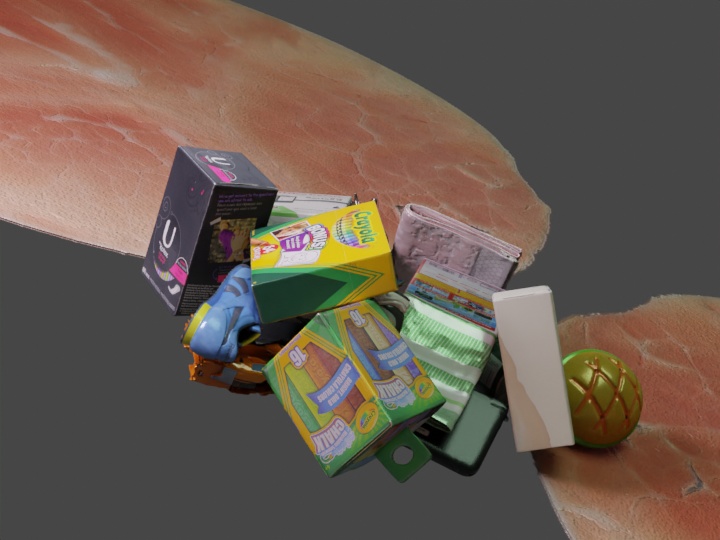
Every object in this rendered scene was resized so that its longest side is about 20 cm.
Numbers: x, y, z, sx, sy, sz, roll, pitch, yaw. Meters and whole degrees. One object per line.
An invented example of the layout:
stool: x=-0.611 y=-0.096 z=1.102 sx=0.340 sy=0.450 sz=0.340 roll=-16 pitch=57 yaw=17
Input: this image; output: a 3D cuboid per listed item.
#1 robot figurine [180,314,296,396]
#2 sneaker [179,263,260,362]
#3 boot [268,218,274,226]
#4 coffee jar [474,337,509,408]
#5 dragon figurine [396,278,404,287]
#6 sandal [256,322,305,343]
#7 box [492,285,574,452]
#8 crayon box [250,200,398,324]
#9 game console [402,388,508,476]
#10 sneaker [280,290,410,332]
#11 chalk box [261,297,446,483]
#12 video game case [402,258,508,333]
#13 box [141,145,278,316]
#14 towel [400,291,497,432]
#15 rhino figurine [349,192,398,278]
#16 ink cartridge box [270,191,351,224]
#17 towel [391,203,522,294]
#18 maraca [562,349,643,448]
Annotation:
robot figurine: x=-0.122 y=0.114 z=1.558 sx=0.198 sy=0.059 sz=0.145 roll=11 pitch=25 yaw=-22
sneaker: x=-0.153 y=0.057 z=1.511 sx=0.078 sy=0.066 sz=0.200 roll=27 pitch=24 yaw=1
boot: x=-0.128 y=-0.039 z=1.722 sx=0.073 sy=0.096 sz=0.201 roll=-25 pitch=77 yaw=-24
coffee jar: x=0.170 y=0.112 z=1.782 sx=0.104 sy=0.086 sz=0.200 roll=4 pitch=26 yaw=-39
dragon figurine: x=0.000 y=0.000 z=1.676 sx=0.099 sy=0.059 sz=0.200 roll=43 pitch=13 yaw=12
sandal: x=-0.063 y=0.078 z=1.662 sx=0.198 sy=0.048 sz=0.076 roll=7 pitch=66 yaw=-7
box: x=0.225 y=0.126 z=1.613 sx=0.077 sy=0.202 sz=0.095 roll=-9 pitch=2 yaw=6
crayon box: x=-0.050 y=-0.015 z=1.556 sx=0.171 sy=0.059 sz=0.200 roll=-15 pitch=22 yaw=0
game console: x=0.085 y=0.187 z=1.626 sx=0.199 sy=0.117 sz=0.176 roll=24 pitch=52 yaw=12
sneaker: x=-0.035 y=0.061 z=1.585 sx=0.198 sy=0.080 sz=0.074 roll=1 pitch=-19 yaw=31
chalk box: x=0.003 y=0.154 z=1.445 sx=0.123 sy=0.124 sz=0.201 roll=-12 pitch=62 yaw=-54
video game case: x=0.140 y=0.040 z=1.786 sx=0.142 sy=0.018 sz=0.200 roll=22 pitch=19 yaw=6
box: x=-0.207 y=-0.051 z=1.681 sx=0.105 sy=0.202 sz=0.122 roll=3 pitch=27 yaw=-37
towel: x=0.083 y=0.112 z=1.598 sx=0.151 sy=0.024 sz=0.200 roll=25 pitch=39 yaw=11
rhino figurine: x=0.016 y=-0.036 z=1.901 sx=0.059 sy=0.088 sz=0.202 roll=-9 pitch=61 yaw=-8
ink cartridge box: x=-0.092 y=-0.065 z=1.891 sx=0.144 sy=0.085 sz=0.200 roll=4 pitch=12 yaw=3
towel: x=0.136 y=-0.003 z=1.908 sx=0.190 sy=0.201 sz=0.032 roll=24 pitch=53 yaw=5
maraca: x=0.307 y=0.178 z=1.714 sx=0.198 sy=0.139 sz=0.107 roll=1 pitch=-17 yaw=-24
